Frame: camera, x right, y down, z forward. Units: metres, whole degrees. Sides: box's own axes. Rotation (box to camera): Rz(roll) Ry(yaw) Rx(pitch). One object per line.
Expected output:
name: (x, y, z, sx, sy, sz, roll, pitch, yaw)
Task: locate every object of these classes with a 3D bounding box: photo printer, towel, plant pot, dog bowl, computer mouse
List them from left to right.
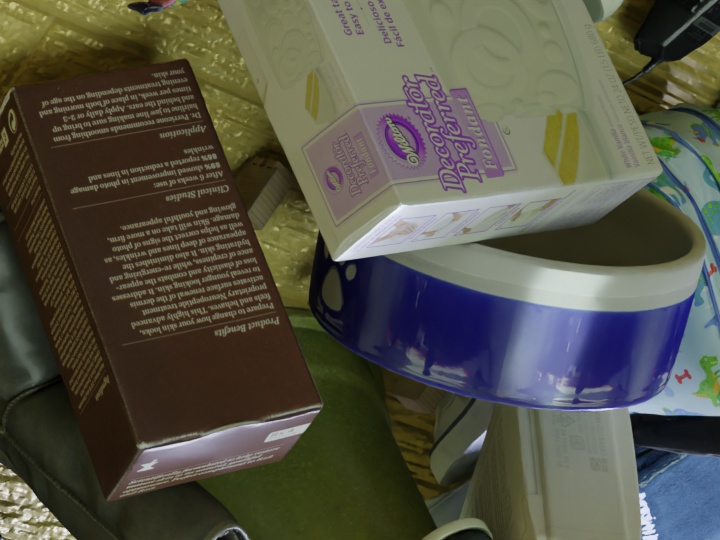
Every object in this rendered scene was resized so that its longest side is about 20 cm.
plant pot: (-0.035, 0.155, 1.622, 0.200, 0.184, 0.201, -18, 134, -20)
dog bowl: (0.075, -0.001, 1.516, 0.200, 0.200, 0.079, -1, 112, -34)
photo printer: (0.098, 0.160, 1.611, 0.069, 0.167, 0.200, 7, 132, -9)
computer mouse: (0.149, -0.119, 1.629, 0.200, 0.034, 0.059, -41, 165, 10)
towel: (0.221, 0.160, 1.904, 0.112, 0.049, 0.200, -32, 138, -7)

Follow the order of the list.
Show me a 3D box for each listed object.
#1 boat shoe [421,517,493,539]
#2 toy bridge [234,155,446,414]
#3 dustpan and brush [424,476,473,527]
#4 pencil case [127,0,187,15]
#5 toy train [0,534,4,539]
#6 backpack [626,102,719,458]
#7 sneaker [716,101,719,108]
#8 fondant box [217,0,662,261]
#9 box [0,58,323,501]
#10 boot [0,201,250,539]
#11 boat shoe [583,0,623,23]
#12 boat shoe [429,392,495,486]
boat shoe: (0.036, 0.224, 1.544, 0.074, 0.066, 0.200, 4, 124, -37)
toy bridge: (0.000, 0.000, 1.608, 0.200, 0.027, 0.067, 47, 68, -38)
dustpan and brush: (0.105, 0.133, 1.787, 0.200, 0.057, 0.140, -18, 159, -11)
pencil case: (-0.024, -0.188, 1.406, 0.200, 0.087, 0.088, -19, 135, -21)
toy train: (-0.198, 0.185, 1.639, 0.034, 0.046, 0.200, -32, 137, -7)
backpack: (0.191, 0.005, 1.648, 0.153, 0.163, 0.201, -4, 94, -34)
sneaker: (0.234, -0.026, 1.718, 0.077, 0.091, 0.200, -5, 128, -30)
fondant box: (0.042, -0.089, 1.414, 0.200, 0.145, 0.058, -9, 159, -45)
box: (-0.104, 0.003, 1.427, 0.100, 0.200, 0.075, -11, 156, -26)
boot: (-0.135, 0.081, 1.475, 0.072, 0.200, 0.182, -25, 138, -23)
boat shoe: (0.103, -0.219, 1.488, 0.072, 0.070, 0.201, -49, 138, -24)
boat shoe: (0.079, 0.057, 1.704, 0.073, 0.065, 0.200, -19, 156, -31)
